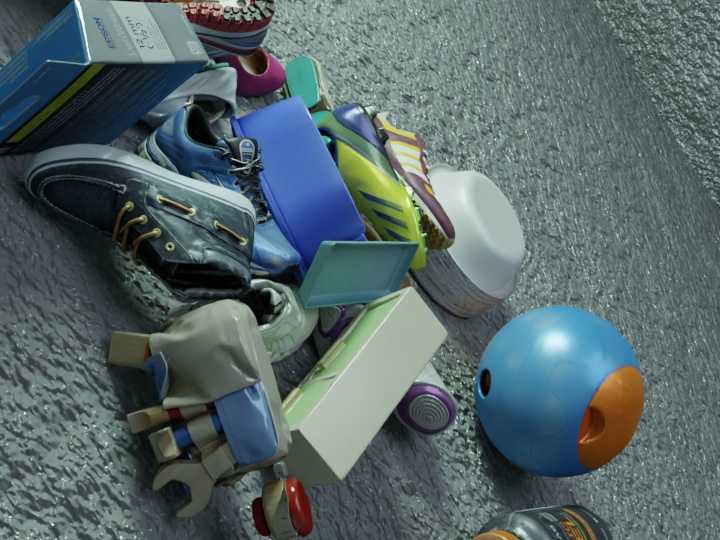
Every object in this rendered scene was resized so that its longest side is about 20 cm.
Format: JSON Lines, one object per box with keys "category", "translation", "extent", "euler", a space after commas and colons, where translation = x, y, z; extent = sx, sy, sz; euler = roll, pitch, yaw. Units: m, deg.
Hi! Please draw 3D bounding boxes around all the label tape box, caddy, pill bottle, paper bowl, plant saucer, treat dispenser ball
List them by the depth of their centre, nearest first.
{"category": "label tape box", "translation": [-0.240, -0.157, 0.881], "extent": [0.200, 0.143, 0.067], "euler": [-18, 78, -60]}
{"category": "plant saucer", "translation": [0.000, 0.000, 1.070], "extent": [0.019, 0.070, 0.200], "euler": [30, 14, 22]}
{"category": "caddy", "translation": [-0.070, -0.076, 1.097], "extent": [0.141, 0.104, 0.201], "euler": [72, -8, -73]}
{"category": "pill bottle", "translation": [0.187, 0.310, 1.151], "extent": [0.199, 0.106, 0.107], "euler": [10, 54, -53]}
{"category": "treat dispenser ball", "translation": [0.235, 0.143, 1.281], "extent": [0.200, 0.200, 0.202], "euler": [37, 36, -33]}
{"category": "paper bowl", "translation": [0.139, -0.048, 1.410], "extent": [0.200, 0.104, 0.202], "euler": [37, 37, -35]}

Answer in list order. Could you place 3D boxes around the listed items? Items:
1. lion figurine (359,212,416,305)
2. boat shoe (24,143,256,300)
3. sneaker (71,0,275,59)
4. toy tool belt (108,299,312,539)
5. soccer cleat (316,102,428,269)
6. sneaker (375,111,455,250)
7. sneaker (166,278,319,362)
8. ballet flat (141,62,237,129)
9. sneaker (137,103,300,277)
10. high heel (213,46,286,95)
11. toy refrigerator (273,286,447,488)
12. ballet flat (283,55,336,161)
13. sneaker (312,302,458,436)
{"category": "lion figurine", "translation": [0.004, -0.033, 1.238], "extent": [0.122, 0.073, 0.201], "euler": [-14, 61, -52]}
{"category": "boat shoe", "translation": [-0.179, -0.038, 0.886], "extent": [0.199, 0.071, 0.091], "euler": [13, 46, -20]}
{"category": "sneaker", "translation": [-0.186, -0.238, 1.057], "extent": [0.198, 0.082, 0.078], "euler": [1, 59, -15]}
{"category": "toy tool belt", "translation": [-0.123, 0.129, 0.859], "extent": [0.125, 0.122, 0.202], "euler": [43, 30, -82]}
{"category": "soccer cleat", "translation": [0.012, -0.086, 1.187], "extent": [0.065, 0.083, 0.202], "euler": [113, -47, -83]}
{"category": "sneaker", "translation": [0.063, -0.116, 1.313], "extent": [0.090, 0.075, 0.200], "euler": [-34, 74, -25]}
{"category": "sneaker", "translation": [-0.088, 0.042, 1.000], "extent": [0.200, 0.081, 0.076], "euler": [-11, 70, -61]}
{"category": "ballet flat", "translation": [-0.181, -0.171, 1.076], "extent": [0.070, 0.069, 0.200], "euler": [61, 28, 3]}
{"category": "sneaker", "translation": [-0.122, -0.076, 0.996], "extent": [0.200, 0.089, 0.078], "euler": [48, 23, 14]}
{"category": "high heel", "translation": [-0.128, -0.255, 1.191], "extent": [0.199, 0.096, 0.068], "euler": [17, 49, -50]}
{"category": "toy refrigerator", "translation": [-0.007, 0.105, 1.003], "extent": [0.070, 0.076, 0.200], "euler": [51, 52, -14]}
{"category": "ballet flat", "translation": [-0.051, -0.170, 1.271], "extent": [0.062, 0.067, 0.201], "euler": [56, 23, -51]}
{"category": "sneaker", "translation": [0.018, 0.095, 1.145], "extent": [0.200, 0.075, 0.100], "euler": [45, 8, -19]}
